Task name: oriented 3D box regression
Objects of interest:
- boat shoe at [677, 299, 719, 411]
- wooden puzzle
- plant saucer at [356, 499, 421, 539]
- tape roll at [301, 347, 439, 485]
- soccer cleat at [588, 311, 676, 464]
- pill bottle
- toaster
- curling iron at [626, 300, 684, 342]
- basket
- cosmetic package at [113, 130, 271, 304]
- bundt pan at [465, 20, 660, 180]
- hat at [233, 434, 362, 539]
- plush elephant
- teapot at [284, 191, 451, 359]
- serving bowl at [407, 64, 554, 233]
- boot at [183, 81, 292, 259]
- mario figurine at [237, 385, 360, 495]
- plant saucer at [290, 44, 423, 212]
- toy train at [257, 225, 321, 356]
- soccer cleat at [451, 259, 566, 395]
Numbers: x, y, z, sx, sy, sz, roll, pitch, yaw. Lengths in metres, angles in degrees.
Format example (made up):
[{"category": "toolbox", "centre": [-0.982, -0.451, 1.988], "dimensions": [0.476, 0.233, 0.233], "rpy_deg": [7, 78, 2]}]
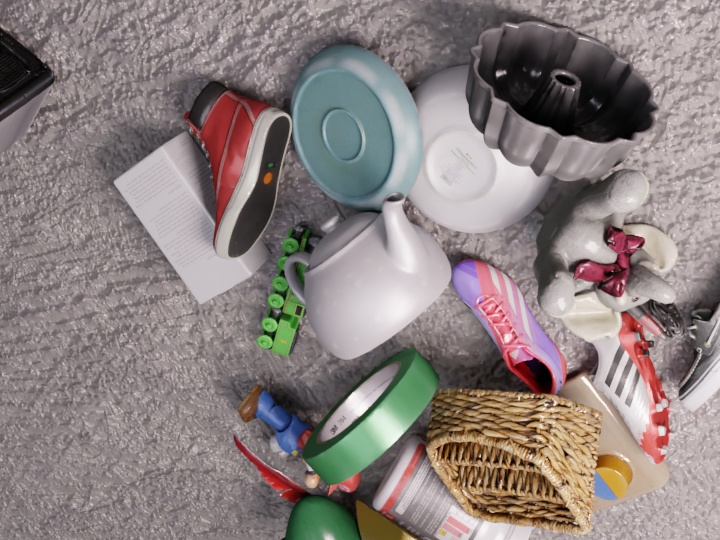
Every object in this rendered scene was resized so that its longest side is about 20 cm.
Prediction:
[{"category": "boat shoe", "centre": [0.407, 0.065, 1.068], "dimensions": [0.071, 0.072, 0.201], "rpy_deg": [31, 112, 14]}, {"category": "wooden puzzle", "centre": [0.267, 0.245, 1.220], "dimensions": [0.199, 0.046, 0.186], "rpy_deg": [-34, 99, 32]}, {"category": "plant saucer", "centre": [0.090, 0.398, 1.271], "dimensions": [0.199, 0.049, 0.200], "rpy_deg": [35, 169, -15]}, {"category": "tape roll", "centre": [0.012, 0.184, 1.201], "dimensions": [0.048, 0.201, 0.200], "rpy_deg": [46, 123, -6]}, {"category": "soccer cleat", "centre": [0.323, 0.142, 1.139], "dimensions": [0.085, 0.069, 0.202], "rpy_deg": [-8, 111, 37]}, {"category": "pill bottle", "centre": [0.126, 0.323, 1.275], "dimensions": [0.199, 0.116, 0.116], "rpy_deg": [32, 123, 5]}, {"category": "toaster", "centre": [-0.517, -0.246, 1.218], "dimensions": [0.180, 0.201, 0.119], "rpy_deg": [37, 126, -8]}, {"category": "curling iron", "centre": [0.293, 0.014, 1.100], "dimensions": [0.199, 0.050, 0.026], "rpy_deg": [37, 132, 8]}, {"category": "basket", "centre": [0.170, 0.225, 1.124], "dimensions": [0.142, 0.151, 0.199], "rpy_deg": [21, 163, -38]}, {"category": "cosmetic package", "centre": [-0.221, -0.069, 1.245], "dimensions": [0.101, 0.071, 0.201], "rpy_deg": [-27, 103, 29]}, {"category": "bundt pan", "centre": [0.197, -0.167, 0.963], "dimensions": [0.200, 0.202, 0.076], "rpy_deg": [26, 136, 8]}, {"category": "hat", "centre": [-0.057, 0.324, 1.338], "dimensions": [0.165, 0.198, 0.178], "rpy_deg": [15, 108, 61]}, {"category": "plush elephant", "centre": [0.269, -0.006, 1.016], "dimensions": [0.154, 0.200, 0.166], "rpy_deg": [31, 92, -10]}, {"category": "teapot", "centre": [0.000, 0.000, 1.127], "dimensions": [0.199, 0.197, 0.147], "rpy_deg": [-37, 96, 7]}, {"category": "serving bowl", "centre": [0.123, -0.129, 1.080], "dimensions": [0.198, 0.066, 0.202], "rpy_deg": [10, 119, 18]}, {"category": "boot", "centre": [-0.174, -0.126, 1.180], "dimensions": [0.143, 0.072, 0.202], "rpy_deg": [27, 108, 27]}, {"category": "mario figurine", "centre": [-0.091, 0.254, 1.330], "dimensions": [0.199, 0.123, 0.107], "rpy_deg": [33, 110, 8]}, {"category": "plant saucer", "centre": [-0.014, -0.161, 1.106], "dimensions": [0.199, 0.027, 0.202], "rpy_deg": [20, 122, 34]}, {"category": "toy train", "centre": [-0.093, 0.031, 1.264], "dimensions": [0.056, 0.042, 0.201], "rpy_deg": [19, 121, 1]}, {"category": "soccer cleat", "centre": [0.182, 0.072, 1.149], "dimensions": [0.066, 0.077, 0.200], "rpy_deg": [-35, 101, 29]}]
